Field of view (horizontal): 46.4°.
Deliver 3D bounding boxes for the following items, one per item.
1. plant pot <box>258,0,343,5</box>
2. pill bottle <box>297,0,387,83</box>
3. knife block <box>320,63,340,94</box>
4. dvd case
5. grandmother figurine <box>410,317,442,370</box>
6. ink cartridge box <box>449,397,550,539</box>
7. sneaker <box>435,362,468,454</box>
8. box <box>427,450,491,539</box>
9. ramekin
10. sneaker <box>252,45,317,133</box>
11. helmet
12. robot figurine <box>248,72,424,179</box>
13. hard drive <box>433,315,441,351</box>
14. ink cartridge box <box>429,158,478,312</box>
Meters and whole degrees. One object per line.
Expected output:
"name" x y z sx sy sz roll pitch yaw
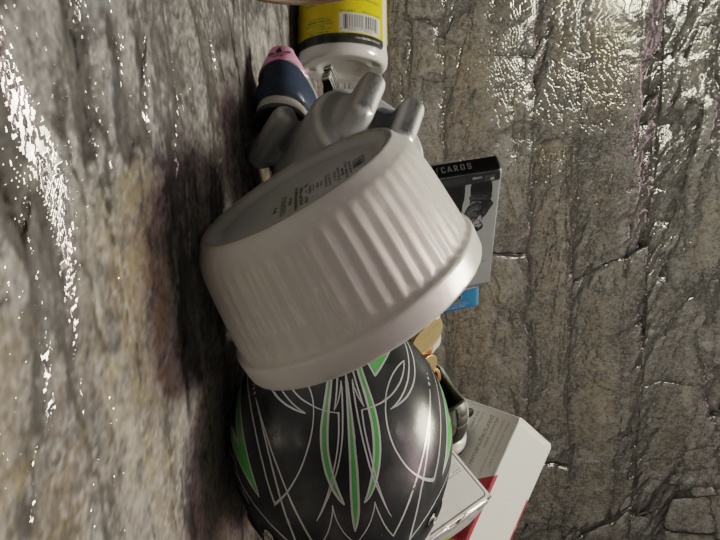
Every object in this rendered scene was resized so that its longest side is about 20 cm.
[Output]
"plant pot" -0.032 -0.341 0.647 0.200 0.198 0.201 24 58 -83
"pill bottle" -0.023 -0.344 1.034 0.114 0.113 0.203 44 45 -81
"knife block" -0.043 -0.145 1.027 0.200 0.063 0.178 36 54 -82
"dvd case" 0.073 -0.037 0.915 0.201 0.148 0.025 84 -4 -54
"grandmother figurine" -0.011 0.045 0.832 0.060 0.199 0.123 -12 122 -46
"ink cartridge box" 0.092 0.219 0.958 0.083 0.199 0.148 41 70 -40
"sneaker" 0.049 0.110 0.917 0.200 0.073 0.080 43 -41 31
"box" 0.020 0.185 0.835 0.116 0.200 0.060 -21 149 -41
"ramekin" -0.022 -0.017 0.609 0.106 0.198 0.201 60 16 -18
"sneaker" -0.059 -0.147 0.853 0.200 0.069 0.083 78 13 -71
"helmet" -0.015 0.136 0.677 0.191 0.197 0.203 118 -28 -80
"robot figurine" -0.018 -0.080 0.759 0.200 0.169 0.113 -50 -170 43
"hard drive" 0.000 0.000 0.901 0.026 0.199 0.132 -45 152 -22
"ink cartridge box" 0.066 -0.029 1.019 0.201 0.143 0.084 79 1 -55
